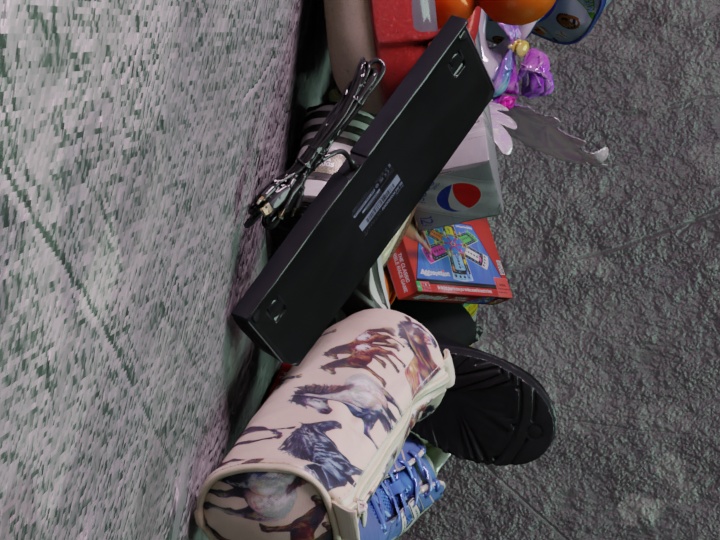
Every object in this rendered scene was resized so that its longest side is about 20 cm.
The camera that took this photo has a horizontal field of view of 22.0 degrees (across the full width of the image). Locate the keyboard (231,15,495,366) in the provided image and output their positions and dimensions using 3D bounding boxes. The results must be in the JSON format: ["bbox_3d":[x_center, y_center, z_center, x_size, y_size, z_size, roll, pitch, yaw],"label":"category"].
[{"bbox_3d":[-0.003,-0.051,0.969,0.201,0.020,0.127,-54,151,-12],"label":"keyboard"}]

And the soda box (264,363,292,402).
[{"bbox_3d":[-0.031,0.110,1.154,0.200,0.063,0.071,-64,163,-69],"label":"soda box"}]

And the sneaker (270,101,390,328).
[{"bbox_3d":[-0.005,-0.024,1.110,0.201,0.075,0.116,88,15,-56],"label":"sneaker"}]

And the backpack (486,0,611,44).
[{"bbox_3d":[0.137,-0.283,1.559,0.155,0.189,0.201,-60,166,-24],"label":"backpack"}]

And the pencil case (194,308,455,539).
[{"bbox_3d":[-0.012,0.092,1.006,0.200,0.089,0.079,-51,149,-58],"label":"pencil case"}]

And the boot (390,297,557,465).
[{"bbox_3d":[0.054,0.063,1.316,0.162,0.196,0.074,-45,148,-70],"label":"boot"}]

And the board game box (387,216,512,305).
[{"bbox_3d":[0.056,-0.028,1.337,0.200,0.019,0.104,5,65,-67],"label":"board game box"}]

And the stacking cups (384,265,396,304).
[{"bbox_3d":[0.000,0.000,1.290,0.200,0.060,0.061,-58,157,-68],"label":"stacking cups"}]

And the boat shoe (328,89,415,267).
[{"bbox_3d":[0.001,-0.092,1.200,0.075,0.074,0.204,34,66,-46],"label":"boat shoe"}]

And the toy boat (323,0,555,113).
[{"bbox_3d":[0.051,-0.163,1.070,0.200,0.129,0.132,-54,139,-78],"label":"toy boat"}]

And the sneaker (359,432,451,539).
[{"bbox_3d":[0.010,0.144,1.250,0.076,0.077,0.200,61,16,-6],"label":"sneaker"}]

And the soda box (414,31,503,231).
[{"bbox_3d":[0.055,-0.132,1.291,0.068,0.063,0.202,66,16,-55],"label":"soda box"}]

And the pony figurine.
[{"bbox_3d":[0.090,-0.153,1.430,0.166,0.192,0.202,12,94,-45],"label":"pony figurine"}]

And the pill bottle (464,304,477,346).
[{"bbox_3d":[0.030,0.076,1.488,0.113,0.111,0.202,-69,168,-65],"label":"pill bottle"}]
